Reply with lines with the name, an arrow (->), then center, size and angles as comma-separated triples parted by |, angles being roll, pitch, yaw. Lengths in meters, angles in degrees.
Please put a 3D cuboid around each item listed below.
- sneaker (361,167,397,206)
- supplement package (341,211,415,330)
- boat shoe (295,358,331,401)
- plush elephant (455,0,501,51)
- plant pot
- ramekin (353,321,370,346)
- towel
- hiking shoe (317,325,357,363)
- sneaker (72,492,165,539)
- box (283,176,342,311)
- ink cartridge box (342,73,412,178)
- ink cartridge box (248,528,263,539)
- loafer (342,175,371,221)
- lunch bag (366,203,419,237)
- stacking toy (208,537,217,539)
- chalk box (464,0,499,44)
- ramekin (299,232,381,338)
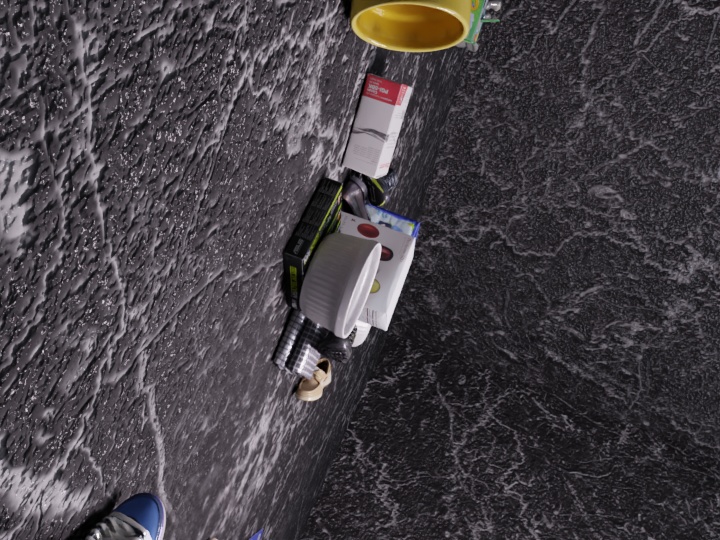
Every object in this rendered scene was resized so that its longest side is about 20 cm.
sneaker -> 0.049, -0.211, 1.593 | 0.201, 0.080, 0.075 | -107, -175, -62
supplement package -> 0.000, 0.000, 1.535 | 0.147, 0.197, 0.194 | 86, 25, -71
boat shoe -> -0.127, 0.292, 1.831 | 0.200, 0.072, 0.070 | -46, 142, -74
plush elephant -> 0.340, -0.790, 2.171 | 0.199, 0.164, 0.156 | -37, 143, -20
plant pot -> 0.088, -0.488, 1.110 | 0.201, 0.197, 0.192 | 23, 73, -82
ramekin -> -0.028, 0.099, 1.708 | 0.202, 0.093, 0.206 | -165, -90, -77
towel -> -0.117, 0.156, 1.514 | 0.200, 0.084, 0.168 | 72, 38, -77
hiking shoe -> -0.047, 0.141, 1.466 | 0.200, 0.075, 0.102 | 106, -1, -78
sneaker -> -0.288, 0.317, 0.755 | 0.201, 0.080, 0.148 | -56, 168, -41
box -> -0.093, -0.049, 1.353 | 0.194, 0.047, 0.202 | 91, 20, -57
ink cartridge box -> 0.038, -0.315, 1.477 | 0.147, 0.082, 0.203 | -43, 151, -73
ink cartridge box -> -0.315, 0.847, 1.903 | 0.200, 0.040, 0.203 | 65, 44, -78
loafer -> -0.019, -0.141, 1.605 | 0.063, 0.071, 0.201 | -45, 156, -22
lunch bag -> 0.052, -0.061, 1.799 | 0.127, 0.168, 0.203 | -34, 143, -73
stacking toy -> -0.235, 0.624, 1.378 | 0.085, 0.197, 0.087 | 19, 90, -81
chalk box -> 0.265, -0.670, 1.776 | 0.125, 0.197, 0.126 | -47, 155, -69
ramekin -> -0.042, 0.022, 1.336 | 0.200, 0.104, 0.203 | 21, 90, -80
